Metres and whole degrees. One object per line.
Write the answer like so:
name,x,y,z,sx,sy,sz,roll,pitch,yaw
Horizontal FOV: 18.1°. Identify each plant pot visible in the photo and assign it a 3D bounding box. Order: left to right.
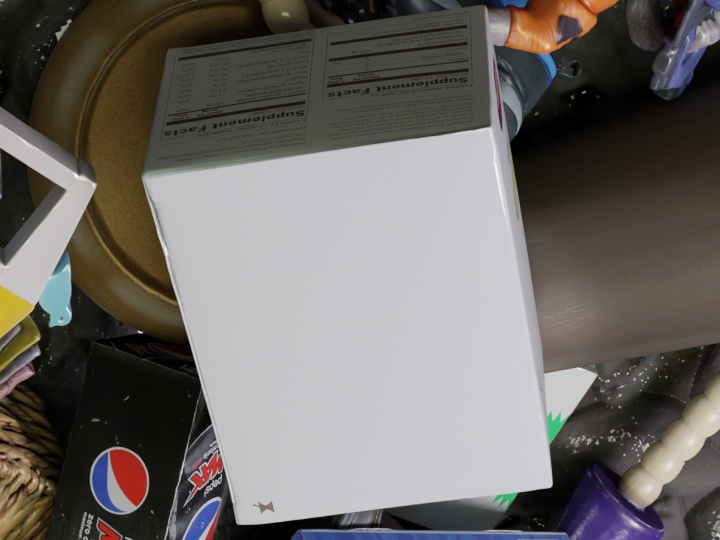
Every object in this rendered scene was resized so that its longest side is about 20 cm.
plant pot,-0.066,-0.059,1.134,0.198,0.027,0.202,-2,97,-14

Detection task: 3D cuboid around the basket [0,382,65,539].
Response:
basket,-0.262,0.117,1.198,0.200,0.149,0.143,-42,150,10

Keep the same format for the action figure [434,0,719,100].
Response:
action figure,0.134,-0.178,1.080,0.193,0.105,0.201,-17,142,-43

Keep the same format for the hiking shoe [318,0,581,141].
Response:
hiking shoe,0.026,-0.155,1.127,0.087,0.074,0.201,-45,107,-38

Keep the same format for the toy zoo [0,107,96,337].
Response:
toy zoo,-0.209,-0.028,0.992,0.199,0.020,0.131,34,105,-25

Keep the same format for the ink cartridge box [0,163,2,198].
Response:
ink cartridge box,-0.291,-0.055,1.058,0.199,0.146,0.147,-37,118,8

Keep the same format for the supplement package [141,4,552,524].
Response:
supplement package,0.000,0.000,1.048,0.154,0.111,0.201,-7,124,7

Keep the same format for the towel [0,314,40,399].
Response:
towel,-0.256,0.039,1.123,0.199,0.144,0.023,-35,151,11

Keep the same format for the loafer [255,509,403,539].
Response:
loafer,-0.011,0.141,1.235,0.072,0.073,0.201,-4,145,-23

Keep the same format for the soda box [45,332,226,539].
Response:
soda box,-0.117,0.138,1.157,0.070,0.063,0.202,18,100,20

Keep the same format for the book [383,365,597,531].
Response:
book,0.011,0.065,1.243,0.199,0.048,0.134,21,116,-21

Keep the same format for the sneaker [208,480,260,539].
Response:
sneaker,-0.118,0.164,1.238,0.082,0.072,0.201,30,112,16

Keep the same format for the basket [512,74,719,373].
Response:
basket,0.166,-0.026,1.170,0.198,0.181,0.137,-15,119,9

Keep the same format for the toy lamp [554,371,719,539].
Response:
toy lamp,0.184,0.090,1.273,0.058,0.058,0.200,33,104,-24

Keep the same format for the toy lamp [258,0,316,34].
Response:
toy lamp,-0.041,-0.137,1.090,0.058,0.058,0.201,-27,104,2

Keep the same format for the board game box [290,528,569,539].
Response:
board game box,-0.002,0.218,1.244,0.199,0.044,0.199,6,135,-41
